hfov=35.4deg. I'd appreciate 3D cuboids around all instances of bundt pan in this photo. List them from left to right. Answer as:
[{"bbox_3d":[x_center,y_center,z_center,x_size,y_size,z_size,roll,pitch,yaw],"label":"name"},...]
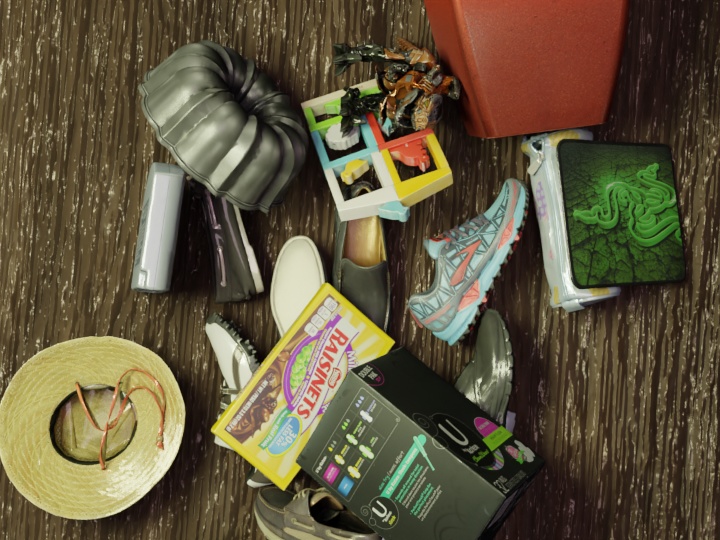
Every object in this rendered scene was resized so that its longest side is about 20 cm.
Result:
[{"bbox_3d":[-0.132,-0.163,1.196,0.076,0.202,0.202,-41,90,24],"label":"bundt pan"}]

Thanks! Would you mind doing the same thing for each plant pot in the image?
[{"bbox_3d":[0.183,-0.241,1.231,0.196,0.200,0.180,-8,98,-3],"label":"plant pot"}]

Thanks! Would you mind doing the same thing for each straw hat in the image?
[{"bbox_3d":[-0.289,0.168,1.233,0.197,0.085,0.205,1,87,-9],"label":"straw hat"}]

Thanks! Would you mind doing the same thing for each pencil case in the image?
[{"bbox_3d":[0.235,-0.059,1.265,0.082,0.090,0.204,-11,89,22],"label":"pencil case"}]

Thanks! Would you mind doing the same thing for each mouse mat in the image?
[{"bbox_3d":[0.293,-0.064,1.255,0.198,0.007,0.164,-3,84,-38],"label":"mouse mat"}]

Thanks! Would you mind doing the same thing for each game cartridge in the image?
[{"bbox_3d":[-0.214,-0.044,1.191,0.040,0.200,0.136,5,88,-13],"label":"game cartridge"}]

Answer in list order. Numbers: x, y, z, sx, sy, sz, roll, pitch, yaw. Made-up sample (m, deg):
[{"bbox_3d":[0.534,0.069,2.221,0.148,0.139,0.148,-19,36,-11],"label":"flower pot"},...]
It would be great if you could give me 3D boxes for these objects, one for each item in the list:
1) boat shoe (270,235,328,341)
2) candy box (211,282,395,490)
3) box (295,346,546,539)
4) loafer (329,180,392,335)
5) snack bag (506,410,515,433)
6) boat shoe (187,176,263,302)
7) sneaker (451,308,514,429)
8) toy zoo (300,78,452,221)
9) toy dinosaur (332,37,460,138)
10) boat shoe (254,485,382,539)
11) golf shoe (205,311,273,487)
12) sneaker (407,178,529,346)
[{"bbox_3d":[-0.061,0.065,1.270,0.066,0.057,0.204,-7,83,9],"label":"boat shoe"},{"bbox_3d":[-0.060,0.123,1.211,0.102,0.026,0.201,40,78,-11],"label":"candy box"},{"bbox_3d":[0.063,0.195,1.157,0.199,0.148,0.125,37,109,18],"label":"box"},{"bbox_3d":[0.000,0.000,1.261,0.071,0.072,0.204,-6,87,-3],"label":"loafer"},{"bbox_3d":[0.062,0.229,1.277,0.197,0.021,0.192,15,86,-1],"label":"snack bag"},{"bbox_3d":[-0.163,-0.062,1.253,0.056,0.067,0.203,-18,91,-10],"label":"boat shoe"},{"bbox_3d":[0.125,0.142,1.243,0.089,0.076,0.204,5,81,8],"label":"sneaker"},{"bbox_3d":[0.020,-0.130,1.241,0.129,0.021,0.202,-19,54,-3],"label":"toy zoo"},{"bbox_3d":[0.042,-0.200,1.224,0.133,0.200,0.104,-3,102,5],"label":"toy dinosaur"},{"bbox_3d":[-0.038,0.263,1.186,0.074,0.198,0.075,-5,108,-44],"label":"boat shoe"},{"bbox_3d":[-0.133,0.146,1.245,0.094,0.078,0.202,-30,87,-4],"label":"golf shoe"},{"bbox_3d":[0.119,-0.022,1.265,0.094,0.079,0.202,28,86,1],"label":"sneaker"}]
